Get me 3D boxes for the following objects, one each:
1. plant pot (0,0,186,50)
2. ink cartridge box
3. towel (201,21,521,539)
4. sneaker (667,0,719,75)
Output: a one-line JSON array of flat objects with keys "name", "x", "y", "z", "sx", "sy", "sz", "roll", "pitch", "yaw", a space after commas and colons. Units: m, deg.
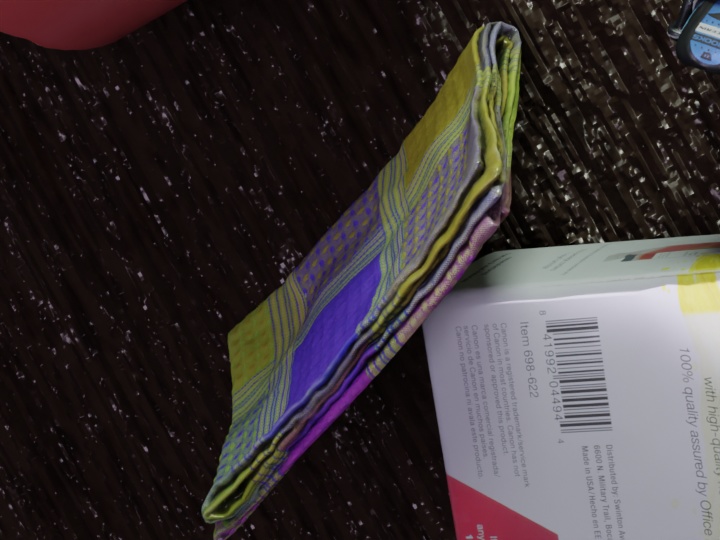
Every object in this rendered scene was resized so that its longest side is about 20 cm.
[{"name": "plant pot", "x": -0.087, "y": -0.189, "z": 0.896, "sx": 0.177, "sy": 0.200, "sz": 0.201, "roll": -37, "pitch": 87, "yaw": 37}, {"name": "ink cartridge box", "x": 0.138, "y": 0.064, "z": 0.902, "sx": 0.199, "sy": 0.083, "sz": 0.146, "roll": -4, "pitch": 100, "yaw": 25}, {"name": "towel", "x": 0.000, "y": 0.000, "z": 0.927, "sx": 0.023, "sy": 0.144, "sz": 0.200, "roll": 32, "pitch": 120, "yaw": -15}, {"name": "sneaker", "x": 0.147, "y": -0.105, "z": 0.821, "sx": 0.078, "sy": 0.090, "sz": 0.201, "roll": 27, "pitch": 148, "yaw": 58}]
